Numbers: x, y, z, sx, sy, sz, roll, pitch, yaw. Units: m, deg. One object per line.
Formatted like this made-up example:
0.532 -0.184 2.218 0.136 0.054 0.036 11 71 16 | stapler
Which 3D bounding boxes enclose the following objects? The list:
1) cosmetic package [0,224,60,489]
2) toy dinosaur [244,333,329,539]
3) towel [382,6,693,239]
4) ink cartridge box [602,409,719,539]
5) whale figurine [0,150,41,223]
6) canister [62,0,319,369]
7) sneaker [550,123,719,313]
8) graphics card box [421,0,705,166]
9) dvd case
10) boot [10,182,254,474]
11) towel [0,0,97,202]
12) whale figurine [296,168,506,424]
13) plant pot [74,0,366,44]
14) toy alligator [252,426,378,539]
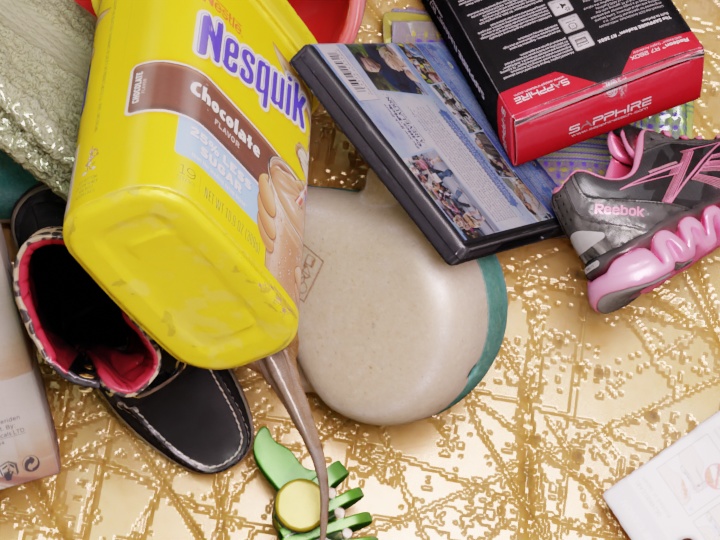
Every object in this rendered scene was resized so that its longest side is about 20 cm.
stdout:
-0.232 0.017 1.170 0.087 0.103 0.201 -15 110 -6 | cosmetic package
-0.050 0.043 1.173 0.060 0.106 0.201 -27 63 -4 | toy dinosaur
0.108 -0.089 1.304 0.198 0.023 0.145 5 74 -2 | towel
0.265 0.143 1.242 0.199 0.047 0.161 -33 79 -6 | ink cartridge box
-0.220 -0.079 1.241 0.199 0.104 0.160 22 74 2 | whale figurine
-0.084 -0.067 1.102 0.086 0.149 0.201 -20 44 23 | canister
0.192 -0.056 1.249 0.199 0.079 0.096 -28 79 -33 | sneaker
0.109 -0.165 1.275 0.125 0.051 0.201 -21 55 -8 | graphics card box
0.048 -0.071 1.195 0.018 0.200 0.143 -41 79 22 | dvd case
-0.127 0.043 1.168 0.073 0.151 0.201 -32 100 -1 | boot
-0.170 -0.106 1.158 0.200 0.149 0.036 41 119 -16 | towel
0.000 0.000 1.234 0.200 0.103 0.160 37 115 27 | whale figurine
-0.070 -0.227 1.235 0.199 0.201 0.178 20 45 3 | plant pot
-0.009 0.179 1.205 0.054 0.059 0.201 -17 76 -8 | toy alligator
